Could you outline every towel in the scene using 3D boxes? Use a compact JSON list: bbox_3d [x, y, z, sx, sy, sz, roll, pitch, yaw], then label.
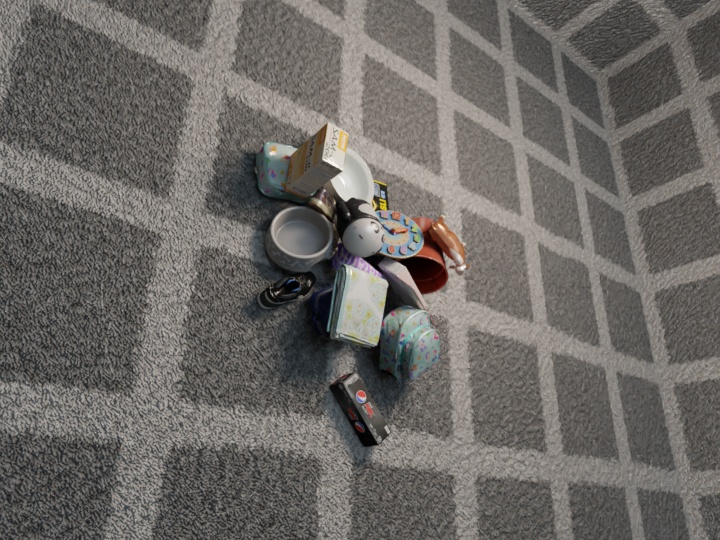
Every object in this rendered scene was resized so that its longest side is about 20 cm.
[{"bbox_3d":[-0.007,0.100,1.431,0.171,0.048,0.200,23,72,-44],"label":"towel"}]

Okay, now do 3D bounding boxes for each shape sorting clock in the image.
[{"bbox_3d":[0.100,-0.115,1.636,0.199,0.039,0.200,10,44,-10],"label":"shape sorting clock"}]

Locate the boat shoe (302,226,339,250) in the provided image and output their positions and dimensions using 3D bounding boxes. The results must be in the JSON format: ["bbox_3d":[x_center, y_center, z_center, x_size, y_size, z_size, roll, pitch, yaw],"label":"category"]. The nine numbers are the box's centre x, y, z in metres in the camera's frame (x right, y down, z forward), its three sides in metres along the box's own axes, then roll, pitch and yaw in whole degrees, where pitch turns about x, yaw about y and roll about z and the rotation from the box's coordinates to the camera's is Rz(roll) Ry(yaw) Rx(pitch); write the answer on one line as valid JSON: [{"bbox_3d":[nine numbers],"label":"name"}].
[{"bbox_3d":[-0.102,-0.083,1.592,0.200,0.072,0.065,-33,99,-37],"label":"boat shoe"}]

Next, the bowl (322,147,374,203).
[{"bbox_3d":[-0.057,-0.274,1.648,0.201,0.090,0.202,23,58,-41],"label":"bowl"}]

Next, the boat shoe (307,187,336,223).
[{"bbox_3d":[-0.099,-0.191,1.571,0.072,0.200,0.065,32,88,15],"label":"boat shoe"}]

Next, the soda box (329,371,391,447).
[{"bbox_3d":[0.000,0.384,1.471,0.063,0.071,0.200,-31,92,-42],"label":"soda box"}]

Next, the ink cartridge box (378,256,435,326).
[{"bbox_3d":[0.155,0.064,1.628,0.045,0.176,0.200,-44,134,-11],"label":"ink cartridge box"}]

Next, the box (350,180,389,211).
[{"bbox_3d":[0.022,-0.208,1.762,0.159,0.049,0.200,13,64,-37],"label":"box"}]

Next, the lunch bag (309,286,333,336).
[{"bbox_3d":[-0.051,0.112,1.509,0.200,0.132,0.136,-14,97,-42],"label":"lunch bag"}]

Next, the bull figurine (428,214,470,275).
[{"bbox_3d":[0.284,-0.082,1.676,0.200,0.065,0.121,55,24,-14],"label":"bull figurine"}]

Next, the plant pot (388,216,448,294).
[{"bbox_3d":[0.190,-0.057,1.750,0.201,0.201,0.196,31,46,-26],"label":"plant pot"}]

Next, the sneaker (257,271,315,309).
[{"bbox_3d":[-0.174,0.044,1.447,0.200,0.112,0.073,-29,92,-43],"label":"sneaker"}]

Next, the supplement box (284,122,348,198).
[{"bbox_3d":[-0.124,-0.300,1.471,0.073,0.200,0.126,22,60,-31],"label":"supplement box"}]

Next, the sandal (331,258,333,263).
[{"bbox_3d":[-0.011,-0.066,1.647,0.054,0.080,0.200,42,53,10],"label":"sandal"}]

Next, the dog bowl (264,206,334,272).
[{"bbox_3d":[-0.167,-0.095,1.493,0.200,0.059,0.200,6,59,-10],"label":"dog bowl"}]

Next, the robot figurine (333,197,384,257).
[{"bbox_3d":[-0.004,-0.126,1.508,0.150,0.125,0.200,2,36,-20],"label":"robot figurine"}]

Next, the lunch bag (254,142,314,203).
[{"bbox_3d":[-0.216,-0.284,1.577,0.200,0.077,0.161,6,70,-38],"label":"lunch bag"}]

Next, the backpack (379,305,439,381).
[{"bbox_3d":[0.141,0.210,1.565,0.177,0.150,0.200,-24,115,-41],"label":"backpack"}]

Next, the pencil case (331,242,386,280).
[{"bbox_3d":[0.000,0.000,1.590,0.200,0.084,0.086,39,43,-43],"label":"pencil case"}]
